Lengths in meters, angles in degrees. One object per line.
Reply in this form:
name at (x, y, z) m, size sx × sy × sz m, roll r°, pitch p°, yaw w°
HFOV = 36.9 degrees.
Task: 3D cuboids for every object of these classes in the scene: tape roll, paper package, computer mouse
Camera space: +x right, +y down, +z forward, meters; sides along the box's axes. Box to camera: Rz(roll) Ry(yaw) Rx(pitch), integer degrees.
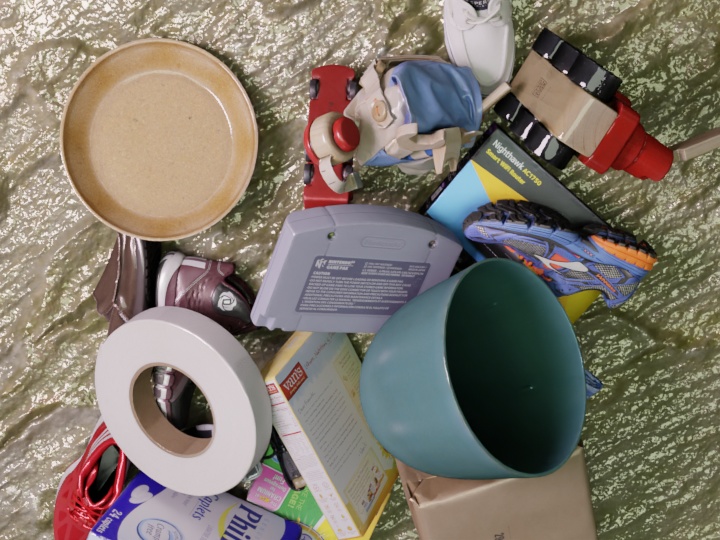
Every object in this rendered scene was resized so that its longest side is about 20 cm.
tape roll at (-0.184, 0.135, 1.105) m, size 0.200 × 0.037 × 0.206 m, roll 11°, pitch 117°, yaw 23°
paper package at (0.150, 0.253, 1.154) m, size 0.188 × 0.104 × 0.202 m, roll -18°, pitch 125°, yaw -2°
computer mouse at (-0.141, 0.195, 1.187) m, size 0.198 × 0.044 × 0.111 m, roll -8°, pitch 124°, yaw 39°

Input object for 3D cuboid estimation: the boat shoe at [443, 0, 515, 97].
boat shoe at (0.116, -0.267, 1.050) m, size 0.071 × 0.066 × 0.204 m, roll -3°, pitch 107°, yaw 3°

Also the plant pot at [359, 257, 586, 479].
plant pot at (0.094, 0.108, 1.038) m, size 0.160 × 0.201 × 0.202 m, roll -22°, pitch 110°, yaw 45°

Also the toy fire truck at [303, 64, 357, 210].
toy fire truck at (-0.029, -0.087, 1.094) m, size 0.048 × 0.141 × 0.204 m, roll 2°, pitch 70°, yaw 2°

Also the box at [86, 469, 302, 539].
box at (-0.180, 0.315, 1.146) m, size 0.197 × 0.184 × 0.106 m, roll 23°, pitch 106°, yaw 3°

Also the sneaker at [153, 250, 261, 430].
sneaker at (-0.163, 0.082, 1.168) m, size 0.113 × 0.076 × 0.204 m, roll 2°, pitch 107°, yaw -2°

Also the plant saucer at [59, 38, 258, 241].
plant saucer at (-0.203, -0.131, 1.096) m, size 0.196 × 0.035 × 0.204 m, roll 0°, pitch 89°, yaw -7°

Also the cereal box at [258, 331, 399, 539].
cereal box at (-0.027, 0.162, 1.152) m, size 0.039 × 0.144 × 0.202 m, roll -18°, pitch 107°, yaw 33°

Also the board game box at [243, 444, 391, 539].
board game box at (-0.070, 0.303, 1.251) m, size 0.151 × 0.040 × 0.203 m, roll 22°, pitch 107°, yaw -5°

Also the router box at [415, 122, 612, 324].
router box at (0.165, -0.032, 1.130) m, size 0.199 × 0.051 × 0.150 m, roll 39°, pitch 103°, yaw -10°

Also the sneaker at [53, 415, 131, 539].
sneaker at (-0.307, 0.253, 1.203) m, size 0.077 × 0.116 × 0.203 m, roll 21°, pitch 106°, yaw -4°

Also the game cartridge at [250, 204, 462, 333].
game cartridge at (0.000, 0.000, 1.056) m, size 0.197 × 0.041 × 0.134 m, roll 4°, pitch 128°, yaw -33°

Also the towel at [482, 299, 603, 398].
towel at (0.143, 0.097, 1.154) m, size 0.199 × 0.024 × 0.147 m, roll 38°, pitch 135°, yaw -10°

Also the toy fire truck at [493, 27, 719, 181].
toy fire truck at (0.254, -0.144, 1.035) m, size 0.198 × 0.177 × 0.130 m, roll 28°, pitch 107°, yaw -18°

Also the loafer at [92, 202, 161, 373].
loafer at (-0.254, 0.024, 1.151) m, size 0.070 × 0.073 × 0.204 m, roll 4°, pitch 107°, yaw 1°

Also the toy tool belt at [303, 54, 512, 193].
toy tool belt at (0.051, -0.147, 1.010) m, size 0.122 × 0.199 × 0.127 m, roll -16°, pitch 92°, yaw 41°

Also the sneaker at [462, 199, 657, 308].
sneaker at (0.193, -0.013, 1.072) m, size 0.197 × 0.075 × 0.080 m, roll 17°, pitch 108°, yaw -3°
